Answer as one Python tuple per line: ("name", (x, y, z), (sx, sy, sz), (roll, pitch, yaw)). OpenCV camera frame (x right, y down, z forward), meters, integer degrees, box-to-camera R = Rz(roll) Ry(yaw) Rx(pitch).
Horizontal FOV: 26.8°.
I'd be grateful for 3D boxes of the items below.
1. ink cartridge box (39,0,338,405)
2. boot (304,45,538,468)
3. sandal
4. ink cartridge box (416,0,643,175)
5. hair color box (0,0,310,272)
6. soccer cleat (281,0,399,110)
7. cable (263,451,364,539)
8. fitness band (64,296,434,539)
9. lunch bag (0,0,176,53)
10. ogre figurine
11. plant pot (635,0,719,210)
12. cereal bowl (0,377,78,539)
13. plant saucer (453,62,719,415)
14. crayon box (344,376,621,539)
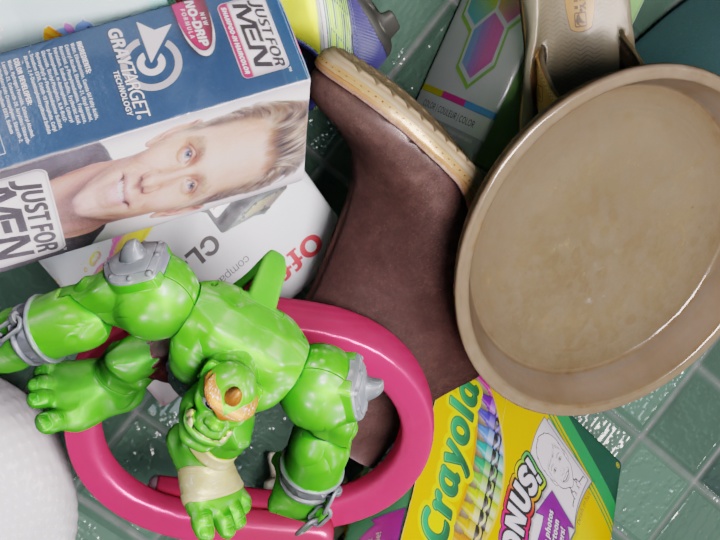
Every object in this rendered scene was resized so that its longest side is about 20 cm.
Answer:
("ink cartridge box", (-0.118, -0.052, 0.823), (0.145, 0.083, 0.201), (-40, 115, -6))
("boot", (0.000, 0.000, 0.801), (0.166, 0.072, 0.200), (-43, 116, 7))
("sandal", (0.126, -0.095, 0.804), (0.079, 0.054, 0.203), (-14, 110, -17))
("ink cartridge box", (0.107, -0.152, 0.868), (0.059, 0.104, 0.202), (22, 97, -26))
("hair color box", (-0.125, -0.061, 0.709), (0.198, 0.100, 0.061), (-18, 69, -11))
("soccer cleat", (-0.060, -0.172, 0.821), (0.084, 0.065, 0.200), (-42, 116, -2))
("cable", (-0.025, 0.202, 0.905), (0.096, 0.050, 0.202), (-2, 62, -10))
("fitness band", (-0.059, 0.080, 0.807), (0.197, 0.038, 0.145), (6, 117, -4))
("lunch bag", (-0.187, -0.179, 0.710), (0.168, 0.122, 0.202), (-18, 99, 2))
("ogre figurine", (-0.079, 0.051, 0.724), (0.200, 0.098, 0.120), (43, 129, -2))
("plant pot", (0.254, -0.106, 0.924), (0.200, 0.141, 0.141), (-47, 116, -7))
("cereal bowl", (-0.242, 0.152, 0.809), (0.198, 0.083, 0.202), (-16, 128, -21))
("plant saucer", (0.132, -0.016, 0.795), (0.198, 0.029, 0.203), (-13, 121, -22))
("crayon box", (0.076, 0.154, 0.908), (0.058, 0.201, 0.172), (-24, 124, 37))
